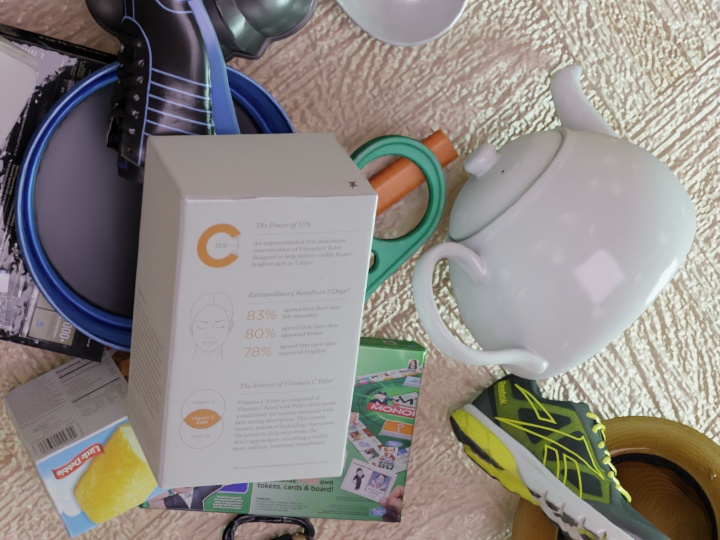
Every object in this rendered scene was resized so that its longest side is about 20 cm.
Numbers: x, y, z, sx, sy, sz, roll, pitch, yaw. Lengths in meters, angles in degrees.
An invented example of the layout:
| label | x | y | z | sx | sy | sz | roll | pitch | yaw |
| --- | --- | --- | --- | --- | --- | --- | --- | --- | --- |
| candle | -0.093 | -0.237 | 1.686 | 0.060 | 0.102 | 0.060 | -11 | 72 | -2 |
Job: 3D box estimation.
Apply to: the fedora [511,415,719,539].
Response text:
| label | x | y | z | sx | sy | sz | roll | pitch | yaw |
| --- | --- | --- | --- | --- | --- | --- | --- | --- | --- |
| fedora | 0.207 | 0.213 | 1.737 | 0.200 | 0.082 | 0.201 | -2 | 70 | 5 |

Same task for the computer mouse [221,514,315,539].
| label | x | y | z | sx | sy | sz | roll | pitch | yaw |
| --- | --- | --- | --- | --- | --- | --- | --- | --- | --- |
| computer mouse | -0.124 | 0.226 | 1.686 | 0.199 | 0.034 | 0.059 | -24 | 107 | -11 |

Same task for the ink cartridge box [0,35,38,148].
| label | x | y | z | sx | sy | sz | roll | pitch | yaw |
| --- | --- | --- | --- | --- | --- | --- | --- | --- | --- |
| ink cartridge box | -0.320 | -0.118 | 1.454 | 0.084 | 0.200 | 0.145 | 23 | 96 | -58 |

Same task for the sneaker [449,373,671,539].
| label | x | y | z | sx | sy | sz | roll | pitch | yaw |
| --- | --- | --- | --- | --- | --- | --- | --- | --- | --- |
| sneaker | 0.157 | 0.141 | 1.681 | 0.085 | 0.200 | 0.075 | -47 | 154 | -11 |

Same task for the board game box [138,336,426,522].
| label | x | y | z | sx | sy | sz | roll | pitch | yaw |
| --- | --- | --- | --- | --- | --- | --- | --- | --- | --- |
| board game box | -0.058 | 0.112 | 1.681 | 0.199 | 0.029 | 0.135 | 6 | 100 | -18 |

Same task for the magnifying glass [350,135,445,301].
| label | x | y | z | sx | sy | sz | roll | pitch | yaw |
| --- | --- | --- | --- | --- | --- | --- | --- | --- | --- |
| magnifying glass | 0.000 | 0.000 | 1.643 | 0.079 | 0.022 | 0.201 | 21 | 94 | -19 |

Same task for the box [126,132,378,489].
| label | x | y | z | sx | sy | sz | roll | pitch | yaw |
| --- | --- | --- | --- | --- | --- | --- | --- | --- | --- |
| box | -0.072 | 0.024 | 1.443 | 0.124 | 0.098 | 0.201 | -2 | 117 | -19 |

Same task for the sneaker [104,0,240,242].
| label | x | y | z | sx | sy | sz | roll | pitch | yaw |
| --- | --- | --- | --- | --- | --- | --- | --- | --- | --- |
| sneaker | -0.127 | -0.107 | 1.454 | 0.078 | 0.070 | 0.201 | -23 | 110 | -20 |

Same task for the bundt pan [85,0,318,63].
| label | x | y | z | sx | sy | sz | roll | pitch | yaw |
| --- | --- | --- | --- | --- | --- | --- | --- | --- | --- |
| bundt pan | -0.111 | -0.232 | 1.522 | 0.201 | 0.076 | 0.203 | 1 | 97 | 5 |

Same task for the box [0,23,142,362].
| label | x | y | z | sx | sy | sz | roll | pitch | yaw |
| --- | --- | --- | --- | --- | --- | --- | --- | --- | --- |
| box | -0.231 | -0.058 | 1.558 | 0.163 | 0.086 | 0.201 | 13 | 98 | -20 |

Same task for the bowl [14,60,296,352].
| label | x | y | z | sx | sy | sz | roll | pitch | yaw |
| --- | --- | --- | --- | --- | --- | --- | --- | --- | --- |
| bowl | -0.132 | -0.046 | 1.526 | 0.200 | 0.039 | 0.202 | -5 | 104 | -18 |

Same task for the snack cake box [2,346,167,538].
| label | x | y | z | sx | sy | sz | roll | pitch | yaw |
| --- | --- | --- | --- | --- | --- | --- | --- | --- | --- |
| snack cake box | -0.134 | 0.088 | 1.575 | 0.199 | 0.115 | 0.067 | -27 | 116 | -9 |

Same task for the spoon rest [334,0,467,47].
| label | x | y | z | sx | sy | sz | roll | pitch | yaw |
| --- | --- | --- | --- | --- | --- | --- | --- | --- | --- |
| spoon rest | -0.012 | -0.220 | 1.601 | 0.199 | 0.061 | 0.100 | 16 | 98 | -19 |

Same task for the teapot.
| label | x | y | z | sx | sy | sz | roll | pitch | yaw |
| --- | --- | --- | --- | --- | --- | --- | --- | --- | --- |
| teapot | 0.127 | -0.028 | 1.625 | 0.197 | 0.200 | 0.146 | -44 | 103 | 8 |

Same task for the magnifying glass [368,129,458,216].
| label | x | y | z | sx | sy | sz | roll | pitch | yaw |
| --- | --- | --- | --- | --- | --- | --- | --- | --- | --- |
| magnifying glass | -0.015 | -0.034 | 1.664 | 0.200 | 0.022 | 0.080 | -37 | 110 | -7 |
